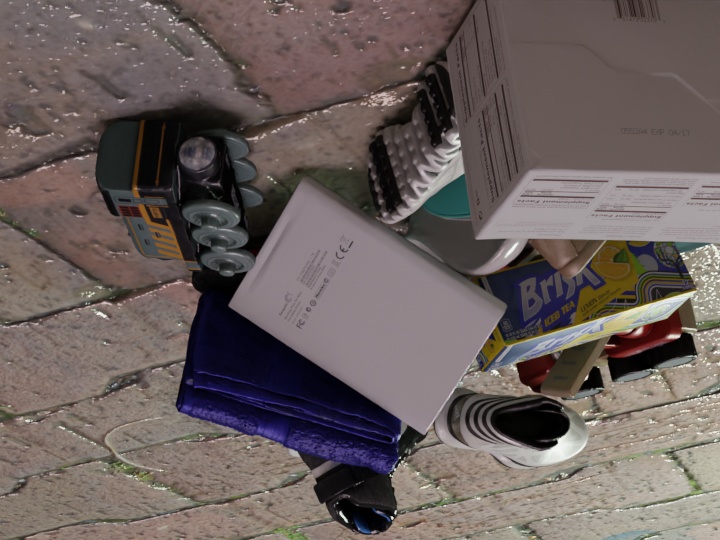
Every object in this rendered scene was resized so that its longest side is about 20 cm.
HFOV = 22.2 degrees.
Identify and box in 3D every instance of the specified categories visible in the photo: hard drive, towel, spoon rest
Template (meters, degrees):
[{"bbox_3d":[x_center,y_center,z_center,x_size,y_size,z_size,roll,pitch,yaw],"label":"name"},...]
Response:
[{"bbox_3d":[0.005,0.029,1.535,0.132,0.199,0.026,-58,179,20],"label":"hard drive"},{"bbox_3d":[-0.054,0.089,1.581,0.198,0.148,0.050,18,130,-11],"label":"towel"},{"bbox_3d":[0.088,-0.035,1.571,0.060,0.100,0.200,25,162,-18],"label":"spoon rest"}]

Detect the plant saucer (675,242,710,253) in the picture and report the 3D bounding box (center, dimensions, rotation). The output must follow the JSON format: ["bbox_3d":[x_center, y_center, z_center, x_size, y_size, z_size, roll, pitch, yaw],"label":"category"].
[{"bbox_3d":[0.271,-0.053,1.640,0.198,0.036,0.200,-6,158,-2],"label":"plant saucer"}]

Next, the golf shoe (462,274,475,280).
[{"bbox_3d":[0.138,0.037,1.740,0.072,0.093,0.199,12,161,-41],"label":"golf shoe"}]

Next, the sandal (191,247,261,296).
[{"bbox_3d":[-0.080,0.003,1.668,0.075,0.046,0.199,-7,169,38],"label":"sandal"}]

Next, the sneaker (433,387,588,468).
[{"bbox_3d":[0.176,0.160,1.783,0.199,0.077,0.115,11,176,-41],"label":"sneaker"}]

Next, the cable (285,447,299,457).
[{"bbox_3d":[0.005,0.109,1.750,0.198,0.070,0.200,-22,166,-8],"label":"cable"}]

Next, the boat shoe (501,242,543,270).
[{"bbox_3d":[0.163,-0.048,1.583,0.071,0.063,0.200,-17,164,-26],"label":"boat shoe"}]

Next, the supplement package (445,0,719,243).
[{"bbox_3d":[0.178,-0.113,1.294,0.198,0.157,0.111,1,156,-19],"label":"supplement package"}]

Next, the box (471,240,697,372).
[{"bbox_3d":[0.187,0.024,1.598,0.198,0.071,0.064,-15,160,-23],"label":"box"}]

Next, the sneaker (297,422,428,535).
[{"bbox_3d":[0.012,0.185,1.671,0.073,0.113,0.199,-30,162,27],"label":"sneaker"}]

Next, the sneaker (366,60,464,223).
[{"bbox_3d":[0.064,-0.094,1.433,0.080,0.076,0.200,-7,161,-26],"label":"sneaker"}]

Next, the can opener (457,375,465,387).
[{"bbox_3d":[0.092,0.101,1.936,0.078,0.064,0.200,-2,158,-14],"label":"can opener"}]

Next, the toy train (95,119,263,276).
[{"bbox_3d":[-0.141,-0.056,1.456,0.113,0.086,0.200,4,161,5],"label":"toy train"}]

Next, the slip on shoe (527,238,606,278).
[{"bbox_3d":[0.198,-0.062,1.434,0.076,0.061,0.200,-31,-176,45],"label":"slip on shoe"}]

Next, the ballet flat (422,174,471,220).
[{"bbox_3d":[0.132,-0.093,1.464,0.072,0.073,0.200,12,153,-39],"label":"ballet flat"}]

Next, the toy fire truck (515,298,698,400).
[{"bbox_3d":[0.211,0.074,1.779,0.175,0.130,0.199,-23,161,37],"label":"toy fire truck"}]
